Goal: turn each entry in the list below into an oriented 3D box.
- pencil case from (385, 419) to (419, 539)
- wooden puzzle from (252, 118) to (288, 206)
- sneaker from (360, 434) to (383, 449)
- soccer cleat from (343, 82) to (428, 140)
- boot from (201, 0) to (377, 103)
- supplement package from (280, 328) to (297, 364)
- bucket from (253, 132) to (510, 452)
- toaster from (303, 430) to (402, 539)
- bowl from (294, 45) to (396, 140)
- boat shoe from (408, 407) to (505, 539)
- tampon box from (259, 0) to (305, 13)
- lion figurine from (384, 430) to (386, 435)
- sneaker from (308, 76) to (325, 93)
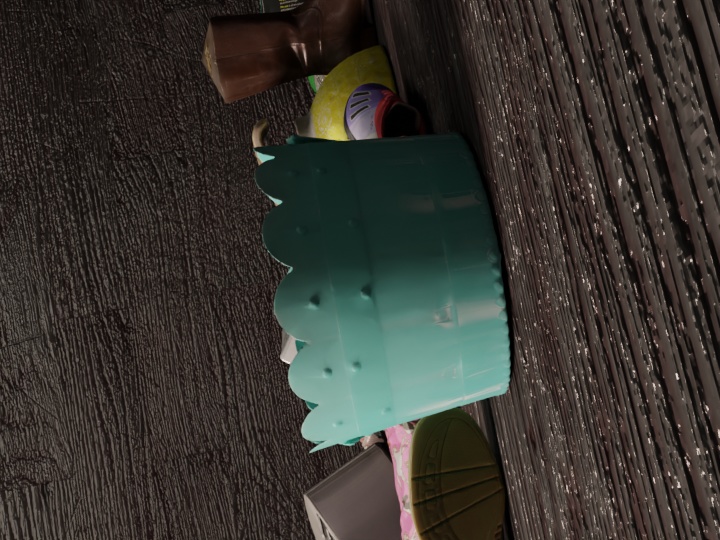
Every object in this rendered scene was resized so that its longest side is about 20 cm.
[{"bbox_3d":[0.066,0.195,0.971,0.086,0.083,0.200,-27,68,47],"label":"pencil case"},{"bbox_3d":[-0.076,-0.072,1.130,0.185,0.046,0.200,-151,43,-83],"label":"wooden puzzle"},{"bbox_3d":[0.050,0.230,1.318,0.075,0.104,0.201,-107,6,-59],"label":"sneaker"},{"bbox_3d":[0.028,-0.121,0.833,0.200,0.068,0.073,-96,21,-55],"label":"soccer cleat"},{"bbox_3d":[-0.090,-0.295,1.106,0.064,0.200,0.187,-110,9,-78],"label":"boot"},{"bbox_3d":[-0.002,0.032,0.948,0.200,0.117,0.117,-112,47,-78],"label":"supplement package"},{"bbox_3d":[0.013,0.007,0.652,0.207,0.135,0.208,170,90,-88],"label":"bucket"},{"bbox_3d":[0.031,0.307,1.118,0.200,0.119,0.181,48,158,34],"label":"toaster"},{"bbox_3d":[-0.012,-0.135,1.076,0.200,0.107,0.201,169,90,-88],"label":"bowl"},{"bbox_3d":[0.079,0.200,0.760,0.063,0.073,0.201,-153,46,-82],"label":"boat shoe"},{"bbox_3d":[-0.084,-0.429,1.316,0.150,0.126,0.200,-116,16,-81],"label":"tampon box"},{"bbox_3d":[0.056,0.103,1.136,0.122,0.072,0.200,39,-128,-65],"label":"lion figurine"},{"bbox_3d":[-0.023,-0.253,1.504,0.085,0.078,0.200,-112,1,-46],"label":"sneaker"}]
